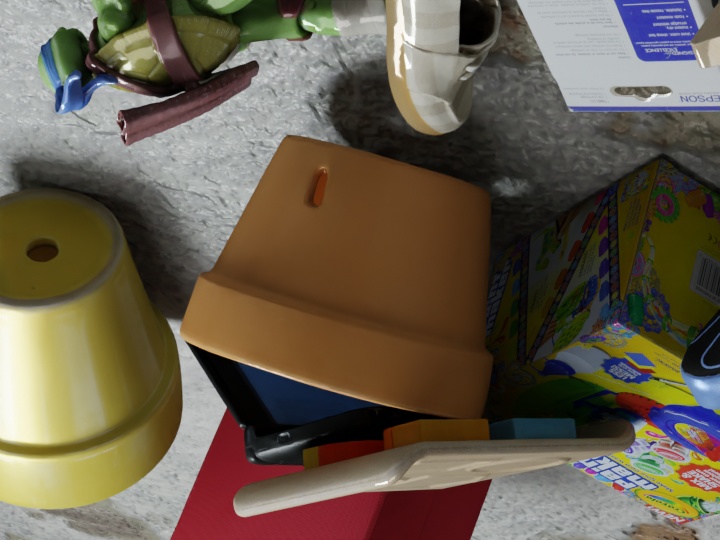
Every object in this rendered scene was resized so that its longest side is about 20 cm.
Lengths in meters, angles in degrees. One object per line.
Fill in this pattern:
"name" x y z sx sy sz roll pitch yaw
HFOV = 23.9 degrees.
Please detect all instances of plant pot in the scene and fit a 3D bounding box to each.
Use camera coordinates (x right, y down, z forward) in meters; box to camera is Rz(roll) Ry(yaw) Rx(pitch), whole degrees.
"plant pot" 0.000 0.000 1.070 0.198 0.141 0.200 16 -178 0
"plant pot" -0.239 0.048 1.317 0.199 0.201 0.190 13 135 10

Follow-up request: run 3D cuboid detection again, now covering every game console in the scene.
"game console" 0.004 0.077 1.200 0.175 0.117 0.199 -20 162 40

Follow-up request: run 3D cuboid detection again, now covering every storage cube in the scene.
"storage cube" -0.024 0.200 1.394 0.199 0.181 0.171 14 162 33

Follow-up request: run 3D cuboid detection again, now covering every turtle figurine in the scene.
"turtle figurine" -0.086 -0.173 0.940 0.192 0.201 0.145 -10 121 12

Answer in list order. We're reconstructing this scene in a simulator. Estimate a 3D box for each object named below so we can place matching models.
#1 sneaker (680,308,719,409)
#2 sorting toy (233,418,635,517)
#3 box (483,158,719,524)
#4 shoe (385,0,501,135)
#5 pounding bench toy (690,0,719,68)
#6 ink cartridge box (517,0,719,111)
"sneaker" 0.249 -0.009 0.950 0.200 0.070 0.078 -41 113 8
"sorting toy" 0.044 0.118 1.073 0.199 0.037 0.185 -3 169 -37
"box" 0.203 0.055 1.111 0.199 0.123 0.192 29 151 -17
"shoe" 0.047 -0.138 0.922 0.053 0.070 0.201 13 151 17
"pounding bench toy" 0.257 -0.105 0.807 0.123 0.200 0.157 -14 110 33
"ink cartridge box" 0.123 -0.156 0.854 0.099 0.039 0.200 3 146 29
